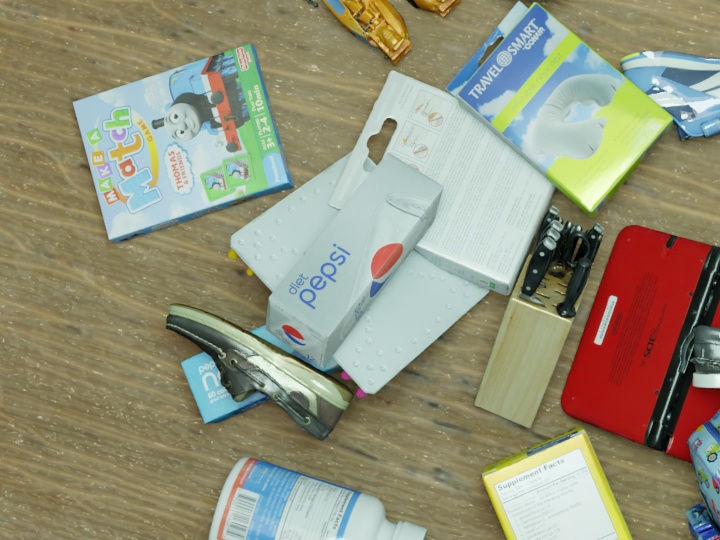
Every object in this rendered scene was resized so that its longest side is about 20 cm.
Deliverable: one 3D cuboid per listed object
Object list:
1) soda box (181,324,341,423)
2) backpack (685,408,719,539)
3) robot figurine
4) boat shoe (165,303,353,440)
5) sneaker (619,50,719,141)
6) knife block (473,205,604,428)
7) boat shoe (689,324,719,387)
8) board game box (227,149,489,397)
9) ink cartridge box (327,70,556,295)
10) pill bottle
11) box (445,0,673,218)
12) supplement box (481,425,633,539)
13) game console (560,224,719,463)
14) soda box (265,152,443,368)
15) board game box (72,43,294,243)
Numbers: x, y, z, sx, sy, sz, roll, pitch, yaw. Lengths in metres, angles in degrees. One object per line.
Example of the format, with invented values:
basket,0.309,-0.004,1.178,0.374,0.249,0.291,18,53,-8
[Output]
soda box,-0.073,0.084,1.385,0.198,0.064,0.069,-24,83,5
backpack,0.363,0.216,1.246,0.134,0.183,0.201,-31,97,8
robot figurine,0.003,-0.318,1.409,0.145,0.058,0.200,-43,82,1
boat shoe,-0.105,0.096,1.319,0.198,0.073,0.065,27,84,9
sneaker,0.349,-0.164,1.349,0.197,0.074,0.084,7,88,15
knife block,0.168,0.045,1.300,0.063,0.176,0.202,22,89,9
boat shoe,0.399,0.073,1.295,0.197,0.074,0.061,-3,91,-15
board game box,0.000,0.000,1.342,0.200,0.026,0.199,46,51,8
ink cartridge box,0.089,-0.088,1.371,0.198,0.050,0.162,23,75,12
pill bottle,-0.040,0.262,1.342,0.197,0.112,0.114,17,88,8
box,0.188,-0.162,1.330,0.200,0.048,0.122,42,92,13
supplement box,0.203,0.263,1.312,0.108,0.110,0.202,-23,84,5
game console,0.319,0.079,1.358,0.171,0.118,0.202,18,87,39
soda box,-0.004,-0.012,1.270,0.068,0.064,0.200,32,61,12
board game box,-0.184,-0.131,1.430,0.197,0.037,0.153,-17,84,6
